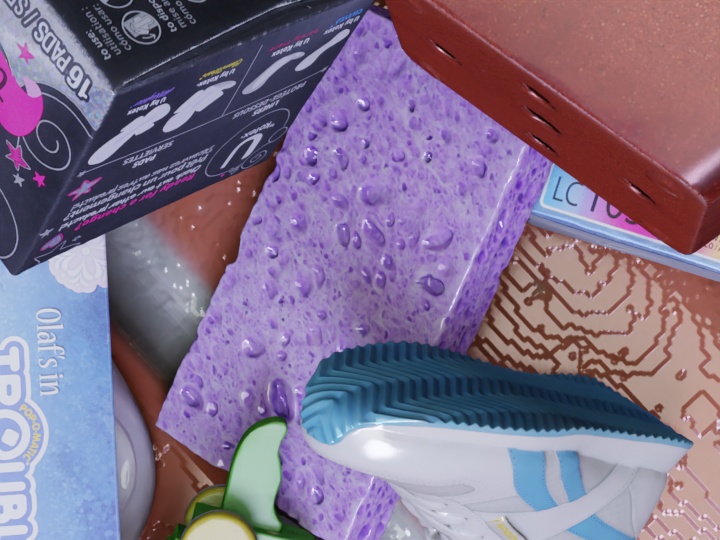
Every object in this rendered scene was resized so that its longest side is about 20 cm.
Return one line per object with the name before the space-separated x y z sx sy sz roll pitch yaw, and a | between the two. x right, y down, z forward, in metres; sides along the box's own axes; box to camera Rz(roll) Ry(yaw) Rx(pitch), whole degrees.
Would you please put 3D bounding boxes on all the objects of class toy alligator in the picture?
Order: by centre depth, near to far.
toy alligator | -0.073 0.150 0.889 0.054 0.059 0.200 35 93 -5

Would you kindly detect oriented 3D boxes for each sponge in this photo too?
sponge | 0.000 0.000 0.911 0.111 0.030 0.200 31 103 33

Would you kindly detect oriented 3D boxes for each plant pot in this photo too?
plant pot | 0.113 -0.120 0.780 0.200 0.200 0.176 36 86 9

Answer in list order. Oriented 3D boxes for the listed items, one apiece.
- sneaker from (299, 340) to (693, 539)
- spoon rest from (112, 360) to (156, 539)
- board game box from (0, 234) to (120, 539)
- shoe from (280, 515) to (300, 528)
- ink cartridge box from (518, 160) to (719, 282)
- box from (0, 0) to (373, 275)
sneaker | 0.050 0.080 0.867 0.076 0.200 0.081 36 104 43
spoon rest | -0.127 0.035 0.940 0.099 0.061 0.201 6 87 -33
board game box | -0.195 0.037 0.868 0.199 0.043 0.201 -3 91 -10
shoe | -0.002 0.203 0.925 0.091 0.071 0.200 -43 80 4
ink cartridge box | 0.156 -0.097 0.916 0.136 0.076 0.200 17 88 5
box | -0.115 -0.121 0.795 0.132 0.115 0.200 -27 72 -39
